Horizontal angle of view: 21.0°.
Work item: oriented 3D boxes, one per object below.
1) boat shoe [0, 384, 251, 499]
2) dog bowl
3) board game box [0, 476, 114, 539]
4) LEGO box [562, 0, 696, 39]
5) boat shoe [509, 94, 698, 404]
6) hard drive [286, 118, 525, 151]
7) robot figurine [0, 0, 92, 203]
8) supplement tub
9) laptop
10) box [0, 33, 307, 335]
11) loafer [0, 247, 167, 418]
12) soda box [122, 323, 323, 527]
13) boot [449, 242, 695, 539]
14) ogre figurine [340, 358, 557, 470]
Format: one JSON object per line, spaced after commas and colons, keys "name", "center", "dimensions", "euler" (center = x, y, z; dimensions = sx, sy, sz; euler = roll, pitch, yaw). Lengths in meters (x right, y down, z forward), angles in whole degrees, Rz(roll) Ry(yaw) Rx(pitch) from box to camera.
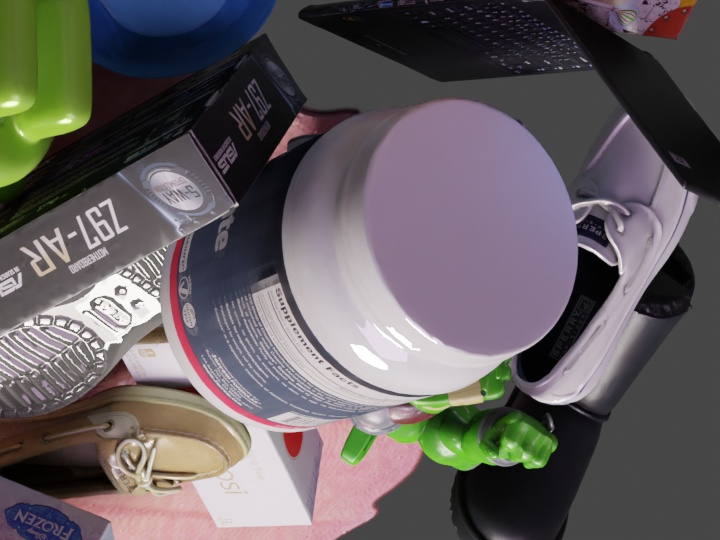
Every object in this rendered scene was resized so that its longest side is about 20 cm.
{"name": "boat shoe", "center": [-0.161, 0.112, 1.154], "dimensions": [0.200, 0.063, 0.073], "euler": [0, 141, 19]}
{"name": "dog bowl", "center": [-0.117, -0.180, 0.939], "dimensions": [0.111, 0.050, 0.200], "euler": [-28, 138, 8]}
{"name": "board game box", "center": [-0.234, 0.179, 1.166], "dimensions": [0.199, 0.041, 0.200], "euler": [19, 145, 15]}
{"name": "LEGO box", "center": [0.125, -0.223, 0.967], "dimensions": [0.148, 0.077, 0.201], "euler": [3, 133, -24]}
{"name": "boat shoe", "center": [0.142, -0.016, 1.133], "dimensions": [0.065, 0.073, 0.201], "euler": [18, 91, -67]}
{"name": "hard drive", "center": [0.034, -0.014, 1.141], "dimensions": [0.131, 0.026, 0.200], "euler": [-4, 146, 3]}
{"name": "robot figurine", "center": [-0.222, -0.089, 0.916], "dimensions": [0.199, 0.116, 0.175], "euler": [-8, 171, 26]}
{"name": "supplement tub", "center": [0.000, 0.000, 0.971], "dimensions": [0.140, 0.141, 0.200], "euler": [12, 162, -30]}
{"name": "laptop", "center": [0.095, -0.076, 0.984], "dimensions": [0.199, 0.104, 0.177], "euler": [-2, 173, 26]}
{"name": "box", "center": [-0.134, -0.035, 0.981], "dimensions": [0.199, 0.160, 0.044], "euler": [-27, 105, 20]}
{"name": "loafer", "center": [-0.157, 0.014, 1.103], "dimensions": [0.199, 0.070, 0.075], "euler": [-31, 125, 16]}
{"name": "soda box", "center": [-0.082, 0.079, 1.194], "dimensions": [0.068, 0.064, 0.200], "euler": [-4, 140, 15]}
{"name": "boot", "center": [0.134, 0.073, 1.208], "dimensions": [0.076, 0.200, 0.169], "euler": [29, 128, 2]}
{"name": "ogre figurine", "center": [0.014, 0.063, 1.135], "dimensions": [0.199, 0.099, 0.120], "euler": [11, 162, -1]}
